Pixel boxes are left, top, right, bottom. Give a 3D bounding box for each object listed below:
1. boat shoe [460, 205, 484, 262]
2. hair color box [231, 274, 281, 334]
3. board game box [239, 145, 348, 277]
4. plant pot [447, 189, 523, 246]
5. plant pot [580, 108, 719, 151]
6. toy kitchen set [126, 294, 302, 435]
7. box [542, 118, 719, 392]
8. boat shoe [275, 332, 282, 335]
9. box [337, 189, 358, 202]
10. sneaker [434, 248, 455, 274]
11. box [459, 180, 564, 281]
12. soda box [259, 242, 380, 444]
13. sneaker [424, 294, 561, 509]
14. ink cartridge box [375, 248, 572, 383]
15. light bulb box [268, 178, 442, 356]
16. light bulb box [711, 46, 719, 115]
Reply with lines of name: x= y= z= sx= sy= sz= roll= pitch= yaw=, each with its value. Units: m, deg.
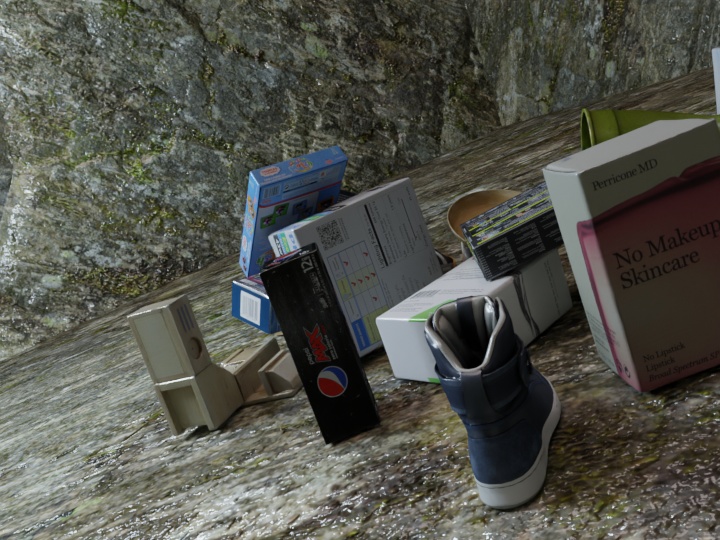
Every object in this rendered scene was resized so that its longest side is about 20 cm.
boat shoe: x=0.216 y=-0.057 z=1.269 sx=0.074 sy=0.073 sz=0.202 roll=15 pitch=38 yaw=9
hair color box: x=-0.101 y=0.039 z=1.138 sx=0.098 sy=0.062 sz=0.197 roll=19 pitch=22 yaw=38
board game box: x=-0.105 y=-0.086 z=1.069 sx=0.149 sy=0.037 sz=0.202 roll=-22 pitch=-30 yaw=-30
plant pot: x=0.245 y=-0.077 z=1.206 sx=0.194 sy=0.028 sz=0.202 roll=0 pitch=36 yaw=0
plant pot: x=0.422 y=-0.141 z=1.005 sx=0.187 sy=0.206 sz=0.201 roll=-5 pitch=15 yaw=15
toy kitchen set: x=-0.178 y=0.098 z=1.000 sx=0.159 sy=0.185 sz=0.200 roll=-14 pitch=12 yaw=26
box: x=0.263 y=-0.018 z=0.636 sx=0.125 sy=0.205 sz=0.109 roll=-20 pitch=10 yaw=3
boat shoe: x=-0.102 y=0.072 z=1.265 sx=0.196 sy=0.072 sz=0.070 roll=-10 pitch=12 yaw=41
box: x=-0.094 y=-0.054 z=1.385 sx=0.121 sy=0.203 sz=0.199 roll=12 pitch=-5 yaw=-17
sneaker: x=0.107 y=-0.007 z=1.252 sx=0.075 sy=0.081 sz=0.200 roll=-9 pitch=12 yaw=-11
box: x=0.223 y=-0.068 z=0.862 sx=0.196 sy=0.045 sz=0.161 roll=-27 pitch=12 yaw=8
soda box: x=-0.043 y=0.078 z=0.772 sx=0.069 sy=0.205 sz=0.063 roll=-20 pitch=10 yaw=1
sneaker: x=0.116 y=0.081 z=0.607 sx=0.075 sy=0.150 sz=0.202 roll=-18 pitch=10 yaw=18
ink cartridge box: x=0.140 y=0.051 z=0.855 sx=0.198 sy=0.086 sz=0.144 roll=-29 pitch=14 yaw=-34
light bulb box: x=0.000 y=0.000 z=1.025 sx=0.196 sy=0.203 sz=0.124 roll=-24 pitch=8 yaw=-23
light bulb box: x=0.557 y=-0.205 z=0.931 sx=0.121 sy=0.204 sz=0.200 roll=-7 pitch=14 yaw=14
